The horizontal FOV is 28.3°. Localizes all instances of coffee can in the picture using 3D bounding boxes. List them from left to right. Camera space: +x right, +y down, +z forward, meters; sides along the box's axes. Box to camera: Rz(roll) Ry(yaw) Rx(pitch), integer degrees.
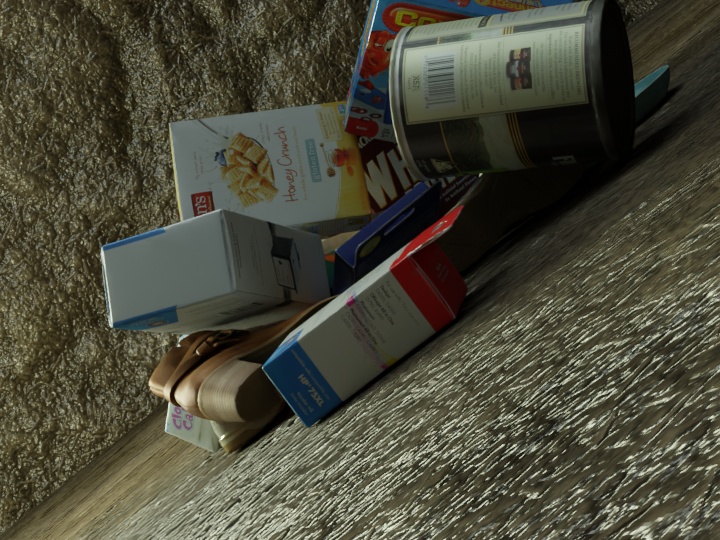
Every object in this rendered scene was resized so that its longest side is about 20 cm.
[{"bbox_3d":[0.142,-0.166,1.318,0.197,0.149,0.146,-4,17,22],"label":"coffee can"}]

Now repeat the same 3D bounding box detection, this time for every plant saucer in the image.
[{"bbox_3d":[0.268,-0.157,1.590,0.199,0.028,0.200,-38,4,3],"label":"plant saucer"}]

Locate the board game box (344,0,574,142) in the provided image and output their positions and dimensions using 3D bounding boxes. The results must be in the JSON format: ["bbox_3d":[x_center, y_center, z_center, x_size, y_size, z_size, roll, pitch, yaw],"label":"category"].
[{"bbox_3d":[0.096,-0.207,1.450,0.197,0.197,0.056,106,172,-52],"label":"board game box"}]

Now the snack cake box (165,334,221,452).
[{"bbox_3d":[-0.141,0.104,1.600,0.200,0.066,0.117,-43,-31,-65],"label":"snack cake box"}]

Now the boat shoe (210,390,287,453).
[{"bbox_3d":[-0.104,0.115,1.471,0.073,0.070,0.200,-35,4,22],"label":"boat shoe"}]

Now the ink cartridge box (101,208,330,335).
[{"bbox_3d":[-0.138,0.009,1.407,0.145,0.087,0.199,-15,-11,24],"label":"ink cartridge box"}]

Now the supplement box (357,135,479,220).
[{"bbox_3d":[0.059,-0.109,1.664,0.132,0.201,0.197,-37,3,-1],"label":"supplement box"}]

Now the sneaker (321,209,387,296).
[{"bbox_3d":[0.000,0.000,1.520,0.198,0.081,0.072,-24,-23,-4],"label":"sneaker"}]

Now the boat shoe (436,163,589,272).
[{"bbox_3d":[0.147,-0.077,1.422,0.200,0.072,0.065,-43,7,11],"label":"boat shoe"}]

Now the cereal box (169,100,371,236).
[{"bbox_3d":[-0.096,-0.100,1.503,0.197,0.146,0.040,-8,-26,-8],"label":"cereal box"}]

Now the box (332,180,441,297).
[{"bbox_3d":[0.024,-0.009,1.424,0.121,0.032,0.201,-39,-22,-24],"label":"box"}]

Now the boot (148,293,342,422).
[{"bbox_3d":[-0.096,0.079,1.373,0.200,0.077,0.154,-40,28,-31],"label":"boot"}]

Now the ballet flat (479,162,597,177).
[{"bbox_3d":[0.166,-0.096,1.488,0.199,0.068,0.068,-36,-1,32],"label":"ballet flat"}]

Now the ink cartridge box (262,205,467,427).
[{"bbox_3d":[0.022,0.036,1.203,0.199,0.068,0.116,-37,4,15],"label":"ink cartridge box"}]

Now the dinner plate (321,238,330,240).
[{"bbox_3d":[-0.059,-0.008,1.640,0.197,0.025,0.200,-13,12,3],"label":"dinner plate"}]
